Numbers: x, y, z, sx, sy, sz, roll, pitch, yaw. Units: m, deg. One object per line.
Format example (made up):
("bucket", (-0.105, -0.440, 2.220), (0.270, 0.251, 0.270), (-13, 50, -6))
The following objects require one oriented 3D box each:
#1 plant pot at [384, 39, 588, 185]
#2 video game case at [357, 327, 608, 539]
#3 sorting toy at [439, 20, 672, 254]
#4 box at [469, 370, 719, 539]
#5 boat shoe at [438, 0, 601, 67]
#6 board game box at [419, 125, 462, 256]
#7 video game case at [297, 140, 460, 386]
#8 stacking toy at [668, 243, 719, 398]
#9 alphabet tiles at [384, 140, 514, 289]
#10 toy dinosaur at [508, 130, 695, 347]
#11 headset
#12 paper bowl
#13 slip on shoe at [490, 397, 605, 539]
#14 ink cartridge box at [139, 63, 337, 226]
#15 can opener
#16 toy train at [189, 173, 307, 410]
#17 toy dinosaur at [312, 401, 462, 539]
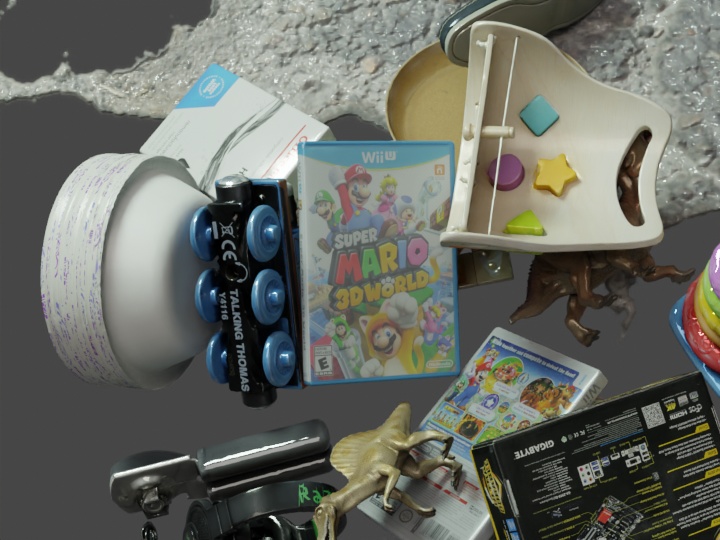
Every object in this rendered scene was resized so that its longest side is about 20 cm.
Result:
("plant pot", (0.121, -0.141, 1.327), (0.197, 0.028, 0.202), (-1, 53, 1))
("video game case", (0.098, 0.145, 1.194), (0.201, 0.018, 0.143), (-51, 32, -11))
("sorting toy", (0.166, -0.086, 1.200), (0.177, 0.107, 0.203), (7, 68, 8))
("box", (0.199, 0.181, 1.113), (0.198, 0.049, 0.162), (-16, 85, -22))
("boat shoe", (0.145, -0.252, 1.347), (0.199, 0.075, 0.062), (-30, 58, -22))
("board game box", (0.045, -0.036, 1.303), (0.095, 0.030, 0.201), (32, 74, 24))
("video game case", (0.017, -0.008, 1.230), (0.141, 0.018, 0.203), (-2, 91, -22))
("stacking toy", (0.310, 0.012, 1.145), (0.115, 0.200, 0.110), (-30, 64, -1))
("alphabet tiles", (0.030, -0.047, 1.331), (0.197, 0.008, 0.169), (-11, 62, 5))
("toy dinosaur", (0.198, -0.026, 1.254), (0.199, 0.086, 0.136), (-35, 64, 1))
("headset", (-0.105, 0.215, 1.198), (0.199, 0.123, 0.095), (-33, 57, 24))
("paper bowl", (-0.181, 0.001, 1.252), (0.103, 0.201, 0.203), (4, 67, 22))
("slip on shoe", (0.134, 0.183, 1.191), (0.201, 0.074, 0.061), (-52, 32, -6))
("ink cartridge box", (-0.093, -0.097, 1.341), (0.199, 0.067, 0.116), (31, 75, 31))
("can opener", (-0.123, 0.162, 1.255), (0.197, 0.054, 0.067), (-15, 41, -1))
("toy train", (-0.083, 0.013, 1.235), (0.086, 0.114, 0.203), (0, 104, 28))
("toy dinosaur", (0.028, 0.146, 1.164), (0.100, 0.059, 0.200), (8, 32, 22))
